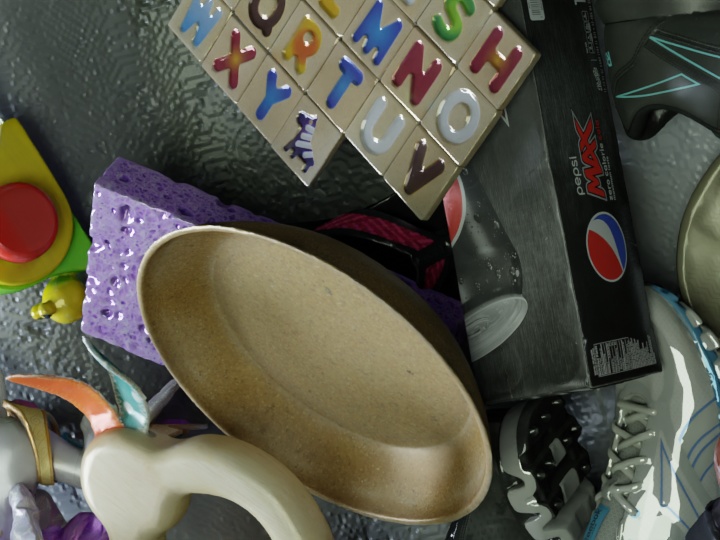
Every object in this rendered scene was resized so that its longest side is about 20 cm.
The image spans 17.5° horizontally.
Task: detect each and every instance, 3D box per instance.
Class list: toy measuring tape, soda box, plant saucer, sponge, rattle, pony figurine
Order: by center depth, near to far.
[{"bbox_3d":[0.082,-0.040,1.118,0.071,0.063,0.201,-12,87,38],"label":"soda box"},{"bbox_3d":[-0.016,0.042,1.127,0.200,0.035,0.200,25,147,18],"label":"plant saucer"},{"bbox_3d":[-0.046,0.025,1.197,0.200,0.030,0.112,24,135,11],"label":"sponge"},{"bbox_3d":[-0.071,0.103,1.200,0.200,0.143,0.130,46,138,11],"label":"rattle"},{"bbox_3d":[-0.209,-0.054,1.230,0.073,0.074,0.200,-28,99,23],"label":"toy measuring tape"},{"bbox_3d":[-0.194,0.137,1.247,0.199,0.167,0.194,11,86,3],"label":"pony figurine"}]

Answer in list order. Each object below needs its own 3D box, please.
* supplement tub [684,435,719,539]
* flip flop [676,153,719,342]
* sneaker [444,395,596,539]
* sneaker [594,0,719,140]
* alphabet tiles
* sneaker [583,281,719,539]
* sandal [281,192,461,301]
[{"bbox_3d":[0.227,0.068,1.025,0.107,0.107,0.200,38,113,4],"label":"supplement tub"},{"bbox_3d":[0.215,-0.047,1.110,0.081,0.058,0.200,36,113,5],"label":"flip flop"},{"bbox_3d":[0.090,0.154,1.209,0.090,0.066,0.200,-6,114,37],"label":"sneaker"},{"bbox_3d":[0.199,-0.099,1.071,0.200,0.075,0.080,2,91,41],"label":"sneaker"},{"bbox_3d":[0.000,-0.125,1.130,0.200,0.008,0.167,49,117,31],"label":"alphabet tiles"},{"bbox_3d":[0.145,0.106,1.152,0.086,0.075,0.201,-19,101,-19],"label":"sneaker"},{"bbox_3d":[0.000,0.000,1.198,0.199,0.045,0.075,-12,102,20],"label":"sandal"}]
